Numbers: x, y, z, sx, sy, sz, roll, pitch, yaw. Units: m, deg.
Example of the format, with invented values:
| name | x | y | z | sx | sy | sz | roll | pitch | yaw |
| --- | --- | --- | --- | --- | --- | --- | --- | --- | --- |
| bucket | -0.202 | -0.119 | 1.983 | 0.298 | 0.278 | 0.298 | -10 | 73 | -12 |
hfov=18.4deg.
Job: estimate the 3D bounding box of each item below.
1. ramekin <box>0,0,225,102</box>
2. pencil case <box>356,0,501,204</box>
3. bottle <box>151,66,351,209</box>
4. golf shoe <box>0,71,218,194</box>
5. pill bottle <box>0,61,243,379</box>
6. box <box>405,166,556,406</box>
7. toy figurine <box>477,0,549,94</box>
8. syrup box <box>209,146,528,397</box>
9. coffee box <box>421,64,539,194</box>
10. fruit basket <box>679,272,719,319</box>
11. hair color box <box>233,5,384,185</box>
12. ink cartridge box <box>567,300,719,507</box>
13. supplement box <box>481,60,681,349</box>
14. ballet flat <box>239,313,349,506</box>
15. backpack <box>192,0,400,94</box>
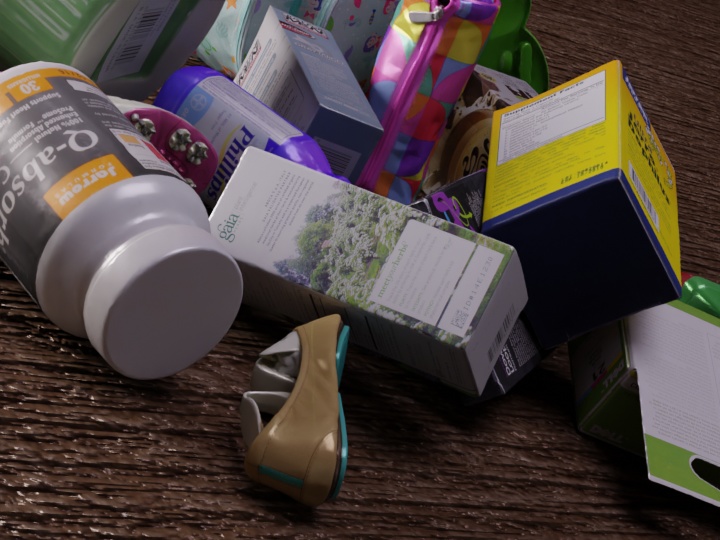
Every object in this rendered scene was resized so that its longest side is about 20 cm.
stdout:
| name | x | y | z | sx | sy | sz | roll | pitch | yaw |
| --- | --- | --- | --- | --- | --- | --- | --- | --- | --- |
| ramekin | -0.185 | -0.199 | 1.617 | 0.098 | 0.200 | 0.200 | 44 | 22 | 16 |
| pencil case | 0.041 | -0.147 | 1.789 | 0.088 | 0.201 | 0.088 | 20 | 17 | -6 |
| bottle | -0.067 | -0.067 | 1.613 | 0.200 | 0.084 | 0.065 | 37 | 22 | 19 |
| golf shoe | -0.190 | -0.100 | 1.541 | 0.200 | 0.075 | 0.092 | 15 | 21 | -39 |
| pill bottle | -0.161 | -0.030 | 1.340 | 0.116 | 0.117 | 0.200 | 9 | 28 | -45 |
| box | 0.085 | 0.007 | 1.576 | 0.143 | 0.036 | 0.200 | 68 | 18 | -1 |
| toy figurine | 0.061 | -0.204 | 2.025 | 0.150 | 0.201 | 0.184 | -10 | 26 | -33 |
| syrup box | 0.000 | 0.000 | 1.443 | 0.199 | 0.079 | 0.082 | 21 | -20 | 19 |
| coffee box | 0.133 | -0.074 | 1.870 | 0.080 | 0.113 | 0.200 | 14 | 24 | -37 |
| fruit basket | 0.282 | 0.054 | 1.840 | 0.185 | 0.094 | 0.200 | 19 | 6 | -29 |
| hair color box | -0.049 | -0.119 | 1.743 | 0.060 | 0.099 | 0.200 | 20 | 21 | -24 |
| ink cartridge box | 0.234 | 0.117 | 1.602 | 0.147 | 0.076 | 0.200 | 23 | 38 | -20 |
| supplement box | 0.163 | -0.051 | 1.632 | 0.110 | 0.109 | 0.200 | 60 | 20 | -23 |
| ballet flat | -0.039 | 0.073 | 1.337 | 0.063 | 0.069 | 0.200 | 12 | 20 | -5 |
| backpack | -0.052 | -0.233 | 1.911 | 0.150 | 0.178 | 0.200 | 36 | 23 | 32 |
